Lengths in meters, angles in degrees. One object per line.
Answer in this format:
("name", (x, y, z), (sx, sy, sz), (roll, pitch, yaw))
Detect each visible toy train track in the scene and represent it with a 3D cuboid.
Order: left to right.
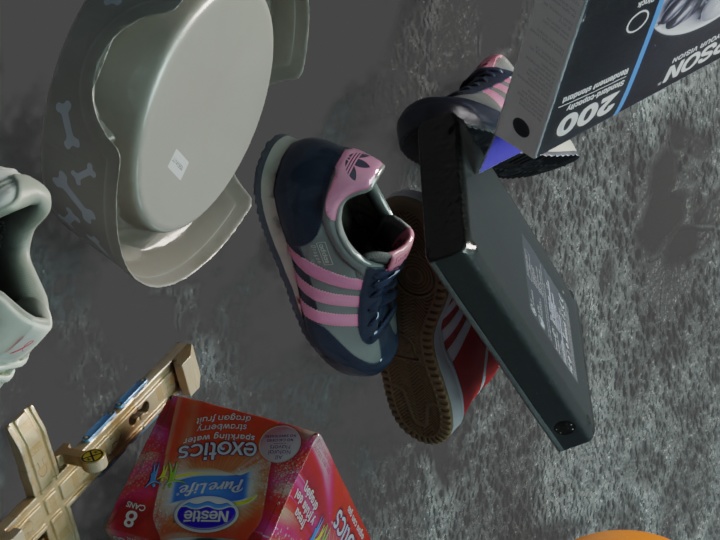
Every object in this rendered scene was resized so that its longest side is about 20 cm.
("toy train track", (-0.142, 0.106, 1.201), (0.200, 0.033, 0.115), (-48, 136, -45))

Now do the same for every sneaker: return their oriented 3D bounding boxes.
("sneaker", (-0.198, 0.039, 1.024), (0.078, 0.099, 0.200), (10, 88, -59))
("sneaker", (0.000, 0.000, 1.351), (0.070, 0.082, 0.200), (-62, 145, -32))
("sneaker", (0.060, 0.011, 1.480), (0.112, 0.071, 0.200), (-44, 140, -42))
("sneaker", (0.083, -0.115, 1.514), (0.200, 0.070, 0.082), (7, 68, -58))

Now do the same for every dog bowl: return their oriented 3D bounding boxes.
("dog bowl", (-0.101, -0.094, 1.153), (0.200, 0.059, 0.200), (-52, 154, -38))

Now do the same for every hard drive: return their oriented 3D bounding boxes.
("hard drive", (0.098, 0.007, 1.423), (0.200, 0.033, 0.140), (55, 22, -38))

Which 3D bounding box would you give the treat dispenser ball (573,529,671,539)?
("treat dispenser ball", (0.206, 0.304, 1.666), (0.201, 0.201, 0.201), (-21, 114, -56))

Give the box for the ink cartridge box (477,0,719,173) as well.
("ink cartridge box", (0.178, -0.148, 1.348), (0.198, 0.043, 0.200), (-28, 154, -28))

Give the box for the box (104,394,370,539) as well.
("box", (-0.061, 0.170, 1.259), (0.096, 0.100, 0.200), (-64, 155, -27))
